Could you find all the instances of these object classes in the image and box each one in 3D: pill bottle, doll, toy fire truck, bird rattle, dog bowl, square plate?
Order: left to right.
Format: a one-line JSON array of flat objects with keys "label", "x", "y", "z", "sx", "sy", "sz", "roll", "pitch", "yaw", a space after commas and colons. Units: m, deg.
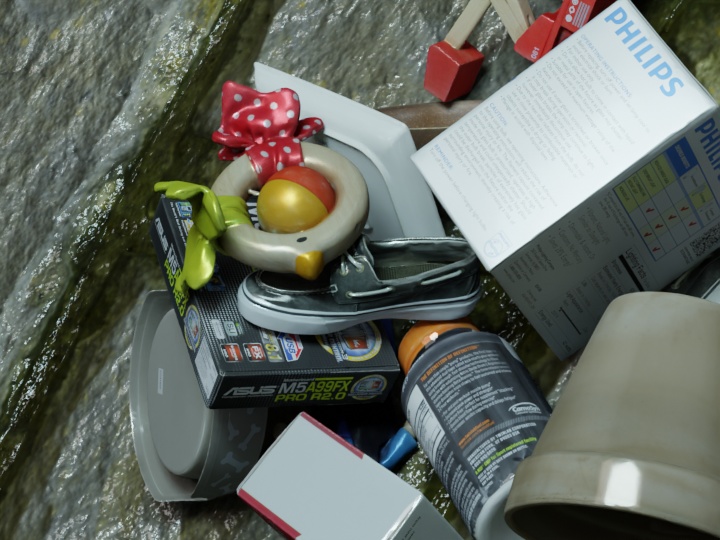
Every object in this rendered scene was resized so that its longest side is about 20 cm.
[{"label": "dog bowl", "x": -0.139, "y": 0.104, "z": 1.723, "sx": 0.200, "sy": 0.058, "sz": 0.202, "roll": -7, "pitch": 82, "yaw": 63}, {"label": "bird rattle", "x": -0.069, "y": -0.056, "z": 1.600, "sx": 0.162, "sy": 0.113, "sz": 0.200, "roll": 21, "pitch": 43, "yaw": 20}, {"label": "doll", "x": -0.013, "y": 0.125, "z": 1.696, "sx": 0.135, "sy": 0.049, "sz": 0.202, "roll": -9, "pitch": 61, "yaw": 18}, {"label": "square plate", "x": -0.007, "y": -0.071, "z": 1.724, "sx": 0.028, "sy": 0.199, "sz": 0.199, "roll": -41, "pitch": 43, "yaw": -23}, {"label": "pill bottle", "x": 0.098, "y": 0.121, "z": 1.584, "sx": 0.106, "sy": 0.106, "sz": 0.201, "roll": -37, "pitch": 47, "yaw": 7}, {"label": "toy fire truck", "x": 0.146, "y": -0.222, "z": 1.769, "sx": 0.141, "sy": 0.049, "sz": 0.201, "roll": 33, "pitch": 121, "yaw": 23}]

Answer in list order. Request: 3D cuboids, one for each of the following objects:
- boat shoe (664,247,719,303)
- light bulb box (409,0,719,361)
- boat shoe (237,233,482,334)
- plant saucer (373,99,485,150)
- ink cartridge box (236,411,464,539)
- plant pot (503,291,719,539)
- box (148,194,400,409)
[{"label": "boat shoe", "x": 0.233, "y": 0.065, "z": 1.562, "sx": 0.200, "sy": 0.071, "sz": 0.064, "roll": -43, "pitch": 46, "yaw": -9}, {"label": "light bulb box", "x": 0.175, "y": -0.064, "z": 1.508, "sx": 0.199, "sy": 0.198, "sz": 0.125, "roll": -36, "pitch": 60, "yaw": 4}, {"label": "boat shoe", "x": 0.000, "y": 0.000, "z": 1.598, "sx": 0.198, "sy": 0.071, "sz": 0.072, "roll": -6, "pitch": 42, "yaw": -10}, {"label": "plant saucer", "x": 0.077, "y": -0.120, "z": 1.739, "sx": 0.199, "sy": 0.200, "sz": 0.037, "roll": 4, "pitch": 102, "yaw": 36}, {"label": "ink cartridge box", "x": 0.019, "y": 0.213, "z": 1.511, "sx": 0.145, "sy": 0.200, "sz": 0.083, "roll": 30, "pitch": 76, "yaw": 42}, {"label": "plant pot", "x": 0.218, "y": 0.117, "z": 1.430, "sx": 0.199, "sy": 0.200, "sz": 0.175, "roll": 2, "pitch": 67, "yaw": 35}, {"label": "box", "x": -0.073, "y": 0.022, "z": 1.652, "sx": 0.044, "sy": 0.159, "sz": 0.201, "roll": 115, "pitch": 145, "yaw": -42}]
